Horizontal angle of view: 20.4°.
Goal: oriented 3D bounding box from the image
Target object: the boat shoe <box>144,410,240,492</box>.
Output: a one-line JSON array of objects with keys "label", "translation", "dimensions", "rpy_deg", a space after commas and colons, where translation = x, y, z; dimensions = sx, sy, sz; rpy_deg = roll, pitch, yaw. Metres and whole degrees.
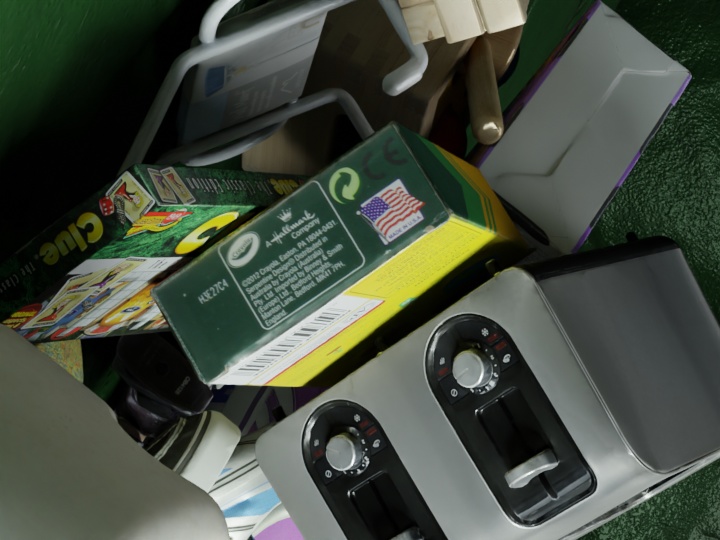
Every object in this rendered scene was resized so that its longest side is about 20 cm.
[{"label": "boat shoe", "translation": [-0.139, 0.129, 0.911], "dimensions": [0.200, 0.064, 0.071], "rpy_deg": [-45, -173, -8]}]

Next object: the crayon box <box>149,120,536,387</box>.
[{"label": "crayon box", "translation": [0.000, 0.000, 0.899], "dimensions": [0.127, 0.051, 0.200], "rpy_deg": [-34, 168, 10]}]

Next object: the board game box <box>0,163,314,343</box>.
[{"label": "board game box", "translation": [-0.081, -0.006, 0.845], "dimensions": [0.105, 0.024, 0.200], "rpy_deg": [-38, 167, 19]}]

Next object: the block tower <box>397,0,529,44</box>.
[{"label": "block tower", "translation": [0.052, -0.167, 0.921], "dimensions": [0.200, 0.054, 0.058], "rpy_deg": [-71, 144, -62]}]

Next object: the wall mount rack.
[{"label": "wall mount rack", "translation": [-0.062, -0.056, 0.906], "dimensions": [0.173, 0.075, 0.200], "rpy_deg": [-25, 166, -17]}]

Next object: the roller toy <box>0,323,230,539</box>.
[{"label": "roller toy", "translation": [-0.147, 0.115, 0.693], "dimensions": [0.183, 0.140, 0.200], "rpy_deg": [-57, 166, 21]}]

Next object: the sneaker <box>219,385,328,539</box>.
[{"label": "sneaker", "translation": [-0.022, 0.095, 1.075], "dimensions": [0.201, 0.114, 0.073], "rpy_deg": [-60, 177, 6]}]

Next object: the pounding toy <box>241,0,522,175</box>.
[{"label": "pounding toy", "translation": [0.033, -0.118, 1.067], "dimensions": [0.185, 0.142, 0.200], "rpy_deg": [-59, 172, -27]}]

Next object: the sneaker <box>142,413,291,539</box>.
[{"label": "sneaker", "translation": [-0.094, 0.122, 0.986], "dimensions": [0.199, 0.073, 0.072], "rpy_deg": [-13, 159, -17]}]

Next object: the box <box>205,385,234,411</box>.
[{"label": "box", "translation": [-0.118, 0.149, 1.160], "dimensions": [0.119, 0.041, 0.201], "rpy_deg": [-4, -131, 59]}]

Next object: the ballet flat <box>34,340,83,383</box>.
[{"label": "ballet flat", "translation": [-0.158, 0.106, 0.860], "dimensions": [0.201, 0.070, 0.071], "rpy_deg": [-59, 171, -29]}]

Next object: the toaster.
[{"label": "toaster", "translation": [0.078, 0.073, 0.964], "dimensions": [0.180, 0.119, 0.200], "rpy_deg": [-34, 168, 31]}]

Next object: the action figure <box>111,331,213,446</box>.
[{"label": "action figure", "translation": [-0.101, 0.058, 1.075], "dimensions": [0.200, 0.069, 0.131], "rpy_deg": [103, 11, -72]}]

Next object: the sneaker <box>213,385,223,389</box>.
[{"label": "sneaker", "translation": [-0.049, 0.073, 1.283], "dimensions": [0.201, 0.111, 0.073], "rpy_deg": [-66, 172, 21]}]

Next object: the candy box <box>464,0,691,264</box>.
[{"label": "candy box", "translation": [0.080, -0.031, 1.130], "dimensions": [0.168, 0.071, 0.200], "rpy_deg": [-53, -178, -38]}]
